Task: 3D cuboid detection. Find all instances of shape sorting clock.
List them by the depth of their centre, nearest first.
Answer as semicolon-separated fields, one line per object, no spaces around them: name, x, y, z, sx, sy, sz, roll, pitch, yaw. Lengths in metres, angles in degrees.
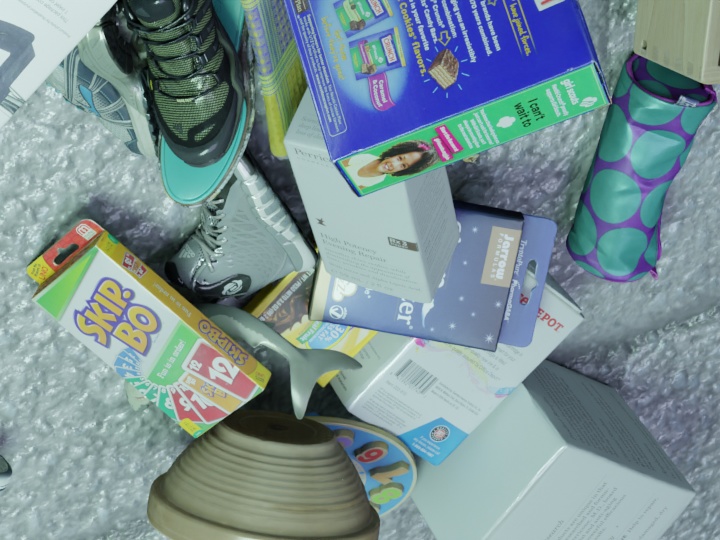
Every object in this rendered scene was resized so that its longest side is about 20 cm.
shape sorting clock;-0.047;0.191;1.863;0.198;0.039;0.201;1;147;0

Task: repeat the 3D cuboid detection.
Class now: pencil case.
pencil case;0.251;-0.090;1.816;0.092;0.085;0.201;14;122;-4

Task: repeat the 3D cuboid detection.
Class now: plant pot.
plant pot;-0.077;0.175;1.719;0.200;0.201;0.093;3;101;-31

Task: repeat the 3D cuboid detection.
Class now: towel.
towel;-0.052;-0.197;1.547;0.201;0.023;0.144;78;30;-44

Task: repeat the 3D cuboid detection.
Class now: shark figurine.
shark figurine;-0.113;0.050;1.712;0.089;0.213;0.129;-44;124;-53

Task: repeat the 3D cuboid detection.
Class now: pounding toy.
pounding toy;0.333;-0.246;1.724;0.199;0.142;0.185;-8;114;-27

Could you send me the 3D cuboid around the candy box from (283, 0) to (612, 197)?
candy box;0.059;-0.170;1.461;0.199;0.170;0.077;-20;157;11

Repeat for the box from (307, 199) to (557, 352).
box;0.063;-0.002;1.734;0.198;0.032;0.122;9;105;-7

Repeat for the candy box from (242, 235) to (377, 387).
candy box;0.000;0.000;1.767;0.102;0.026;0.200;40;101;-24

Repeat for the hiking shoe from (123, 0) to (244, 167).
hiking shoe;-0.139;-0.173;1.469;0.075;0.202;0.101;-7;-179;23

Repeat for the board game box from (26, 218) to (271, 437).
board game box;-0.175;0.048;1.646;0.200;0.030;0.095;43;129;-14

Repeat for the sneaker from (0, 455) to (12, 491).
sneaker;-0.396;0.206;1.683;0.201;0.077;0.147;5;112;-21

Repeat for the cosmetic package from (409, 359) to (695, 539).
cosmetic package;0.172;0.196;1.944;0.199;0.168;0.167;23;112;-39

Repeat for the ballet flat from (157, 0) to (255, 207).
ballet flat;-0.108;-0.148;1.553;0.072;0.072;0.202;5;101;-32

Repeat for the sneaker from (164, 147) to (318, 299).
sneaker;-0.120;-0.038;1.658;0.115;0.075;0.200;-33;135;1

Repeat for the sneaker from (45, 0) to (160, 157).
sneaker;-0.197;-0.155;1.534;0.086;0.078;0.200;3;152;15

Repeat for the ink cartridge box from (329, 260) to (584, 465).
ink cartridge box;0.081;0.059;1.840;0.200;0.085;0.144;-45;133;11

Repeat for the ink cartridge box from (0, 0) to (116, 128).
ink cartridge box;-0.273;-0.178;1.407;0.200;0.145;0.084;-46;134;10

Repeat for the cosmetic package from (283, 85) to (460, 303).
cosmetic package;0.012;-0.062;1.589;0.200;0.101;0.074;70;39;-58

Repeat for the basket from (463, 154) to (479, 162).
basket;0.068;-0.211;1.602;0.148;0.143;0.201;25;108;-3
